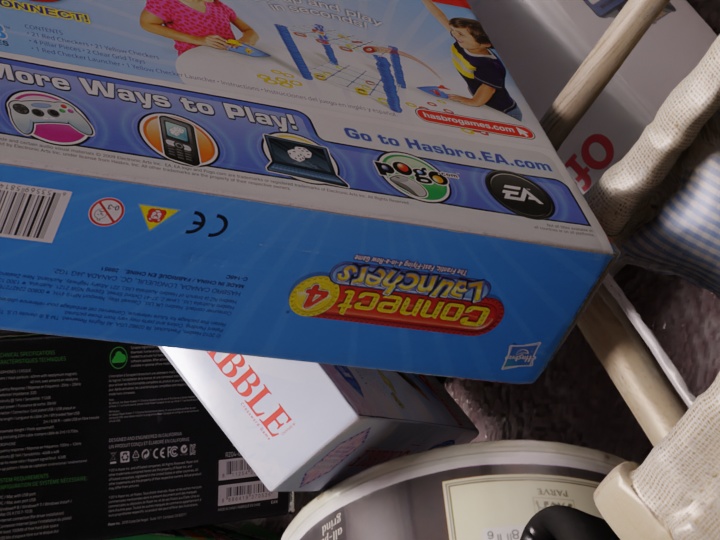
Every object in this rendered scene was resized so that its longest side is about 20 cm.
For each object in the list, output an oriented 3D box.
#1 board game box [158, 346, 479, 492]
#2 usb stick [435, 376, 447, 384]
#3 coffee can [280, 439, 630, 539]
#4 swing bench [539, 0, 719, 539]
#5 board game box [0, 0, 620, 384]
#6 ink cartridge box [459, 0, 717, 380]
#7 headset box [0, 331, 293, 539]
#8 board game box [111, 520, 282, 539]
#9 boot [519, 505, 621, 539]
[{"bbox_3d":[-0.050,-0.006,0.727,0.041,0.200,0.200,-41,75,7],"label":"board game box"},{"bbox_3d":[0.000,0.000,0.899,0.056,0.033,0.200,-67,25,20],"label":"usb stick"},{"bbox_3d":[0.051,0.178,0.645,0.146,0.146,0.200,-50,35,43],"label":"coffee can"},{"bbox_3d":[0.153,-0.015,0.548,0.199,0.130,0.200,-56,32,36],"label":"swing bench"},{"bbox_3d":[-0.050,-0.060,0.593,0.056,0.200,0.196,-62,34,32],"label":"board game box"},{"bbox_3d":[0.036,-0.081,0.755,0.200,0.087,0.145,51,131,14],"label":"ink cartridge box"},{"bbox_3d":[-0.160,0.067,0.913,0.200,0.174,0.093,2,92,48],"label":"headset box"},{"bbox_3d":[-0.127,0.139,1.047,0.200,0.134,0.029,5,86,65],"label":"board game box"},{"bbox_3d":[0.105,0.157,0.544,0.072,0.144,0.200,-55,34,35],"label":"boot"}]
